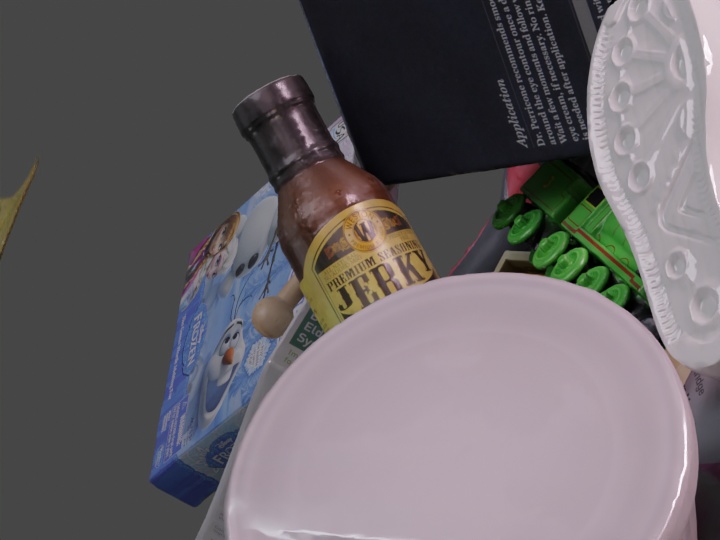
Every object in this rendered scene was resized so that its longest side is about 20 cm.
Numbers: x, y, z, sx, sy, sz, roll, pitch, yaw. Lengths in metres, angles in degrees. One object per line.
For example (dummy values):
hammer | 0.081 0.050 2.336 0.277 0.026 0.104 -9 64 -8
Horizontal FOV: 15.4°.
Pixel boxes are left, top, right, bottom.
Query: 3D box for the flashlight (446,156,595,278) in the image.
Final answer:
flashlight | 0.072 -0.009 1.458 0.068 0.068 0.200 50 119 23

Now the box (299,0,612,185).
box | 0.110 -0.142 1.316 0.199 0.118 0.197 -6 23 38

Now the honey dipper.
honey dipper | 0.011 -0.042 1.430 0.200 0.038 0.038 -52 22 -10

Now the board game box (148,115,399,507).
board game box | -0.053 0.022 1.712 0.199 0.043 0.201 -39 32 38

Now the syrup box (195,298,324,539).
syrup box | -0.023 0.095 1.425 0.082 0.078 0.200 -59 -5 -38

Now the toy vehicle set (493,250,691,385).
toy vehicle set | 0.095 0.053 1.309 0.125 0.026 0.200 -62 21 -10

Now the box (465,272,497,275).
box | 0.065 0.101 1.222 0.041 0.038 0.201 138 131 -61

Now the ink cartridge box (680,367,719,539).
ink cartridge box | 0.156 0.092 1.221 0.200 0.043 0.197 -50 25 27

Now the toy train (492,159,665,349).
toy train | 0.114 -0.010 1.263 0.056 0.042 0.200 -46 21 2

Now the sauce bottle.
sauce bottle | 0.000 0.000 1.296 0.065 0.201 0.065 -30 -9 -5

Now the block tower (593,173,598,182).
block tower | 0.189 -0.055 1.292 0.054 0.058 0.200 -59 20 -19

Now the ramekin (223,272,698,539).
ramekin | 0.050 0.108 1.119 0.201 0.094 0.203 -10 49 12

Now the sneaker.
sneaker | 0.183 -0.029 1.158 0.081 0.146 0.201 -37 52 40
